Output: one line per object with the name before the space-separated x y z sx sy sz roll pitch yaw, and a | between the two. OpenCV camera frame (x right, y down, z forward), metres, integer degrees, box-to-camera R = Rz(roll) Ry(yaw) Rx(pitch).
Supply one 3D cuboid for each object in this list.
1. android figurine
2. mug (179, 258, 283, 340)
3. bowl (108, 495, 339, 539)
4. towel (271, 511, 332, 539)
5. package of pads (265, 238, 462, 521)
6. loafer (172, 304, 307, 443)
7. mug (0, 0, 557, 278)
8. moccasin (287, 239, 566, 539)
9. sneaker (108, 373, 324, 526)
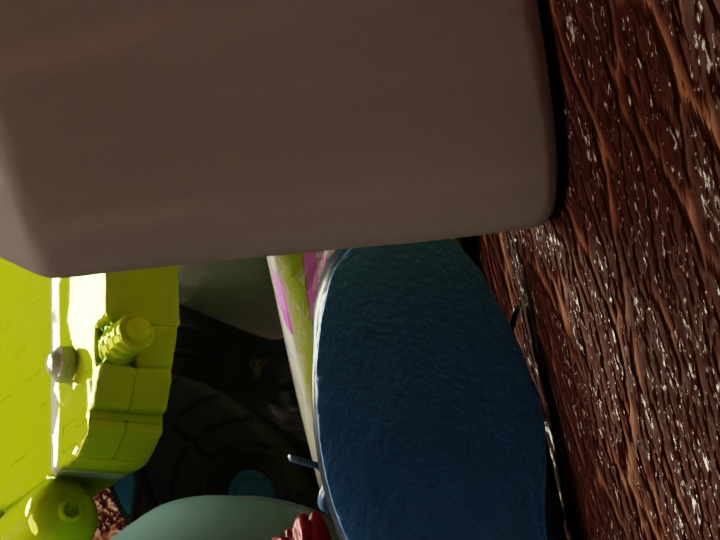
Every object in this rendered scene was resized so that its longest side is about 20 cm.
android figurine | -0.122 0.030 0.996 0.200 0.041 0.183 147 126 -60
mug | -0.055 -0.061 1.107 0.200 0.147 0.176 36 151 32
bowl | -0.041 0.160 0.917 0.202 0.200 0.105 80 -151 -43
towel | 0.037 0.181 0.786 0.200 0.022 0.145 52 -169 -28
package of pads | 0.000 0.000 0.919 0.201 0.068 0.155 79 177 -47
loafer | -0.060 0.059 1.101 0.071 0.199 0.068 82 -161 -51
mug | -0.040 -0.061 0.650 0.187 0.152 0.150 87 168 -72
moccasin | 0.024 0.085 0.753 0.068 0.080 0.201 -154 51 -83
sneaker | -0.023 0.113 1.016 0.200 0.073 0.082 38 -171 1
